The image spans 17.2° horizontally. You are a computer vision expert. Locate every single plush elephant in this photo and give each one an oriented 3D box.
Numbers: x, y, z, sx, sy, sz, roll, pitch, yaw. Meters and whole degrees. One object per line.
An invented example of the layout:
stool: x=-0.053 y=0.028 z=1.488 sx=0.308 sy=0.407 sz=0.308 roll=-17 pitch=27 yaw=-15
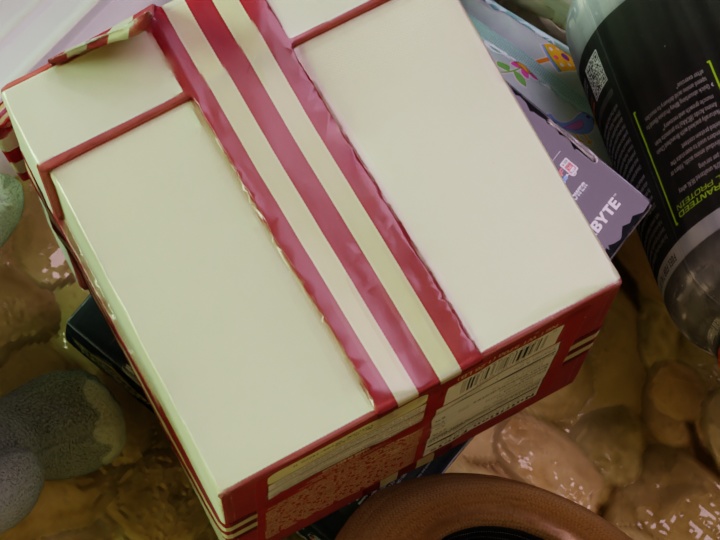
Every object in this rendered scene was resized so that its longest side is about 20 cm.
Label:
plush elephant: x=-0.178 y=0.024 z=0.854 sx=0.165 sy=0.155 sz=0.200 roll=45 pitch=47 yaw=7

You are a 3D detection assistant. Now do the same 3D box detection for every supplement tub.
supplement tub: x=0.174 y=-0.048 z=1.037 sx=0.122 sy=0.123 sz=0.201 roll=0 pitch=58 yaw=-30

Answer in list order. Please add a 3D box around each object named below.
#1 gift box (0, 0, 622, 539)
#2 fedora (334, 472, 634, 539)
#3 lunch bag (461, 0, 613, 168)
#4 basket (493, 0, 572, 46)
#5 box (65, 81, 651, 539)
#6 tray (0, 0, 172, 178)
gift box: x=-0.017 y=-0.027 z=0.863 sx=0.184 sy=0.200 sz=0.187 roll=-27 pitch=76 yaw=-13
fedora: x=0.054 y=0.179 z=0.927 sx=0.200 sy=0.082 sz=0.202 roll=15 pitch=53 yaw=-21
lunch bag: x=0.025 y=-0.073 z=1.095 sx=0.200 sy=0.077 sz=0.161 roll=37 pitch=48 yaw=-2
basket: x=0.081 y=-0.186 z=1.175 sx=0.199 sy=0.136 sz=0.124 roll=34 pitch=51 yaw=-3
box: x=0.000 y=0.000 z=0.987 sx=0.159 sy=0.046 sz=0.200 roll=39 pitch=78 yaw=0
tray: x=-0.137 y=-0.117 z=0.968 sx=0.107 sy=0.022 sz=0.200 roll=29 pitch=51 yaw=13
